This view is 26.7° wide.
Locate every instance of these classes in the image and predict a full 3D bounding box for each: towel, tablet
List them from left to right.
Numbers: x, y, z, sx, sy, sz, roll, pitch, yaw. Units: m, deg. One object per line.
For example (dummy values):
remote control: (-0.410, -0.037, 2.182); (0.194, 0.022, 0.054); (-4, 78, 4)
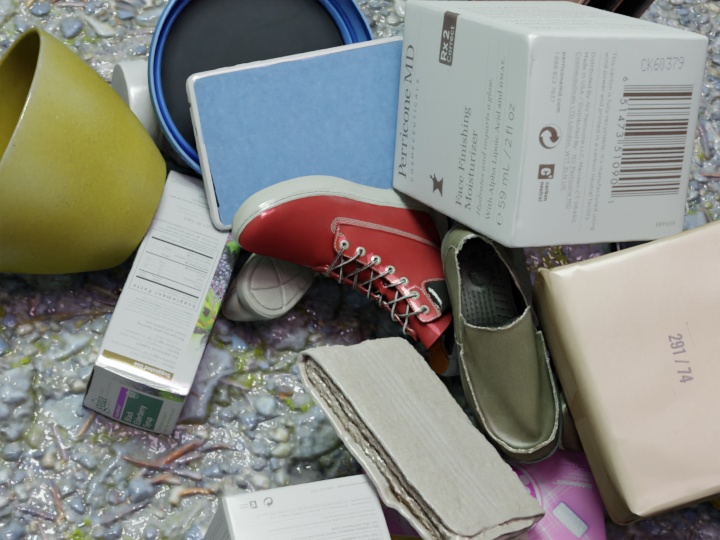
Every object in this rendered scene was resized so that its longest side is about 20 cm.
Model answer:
tablet: (-0.040, -0.116, 1.265); (0.200, 0.014, 0.130); (-14, 100, -21)
towel: (0.047, 0.133, 1.159); (0.132, 0.034, 0.200); (-3, 50, -54)

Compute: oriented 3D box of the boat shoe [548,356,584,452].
boat shoe: (0.186, 0.086, 1.302); (0.075, 0.075, 0.202); (6, 20, 27)

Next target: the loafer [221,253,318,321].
loafer: (-0.049, -0.025, 1.320); (0.072, 0.063, 0.200); (53, 54, -11)

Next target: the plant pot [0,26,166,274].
plant pot: (-0.243, -0.077, 1.230); (0.142, 0.200, 0.200); (25, 53, -26)

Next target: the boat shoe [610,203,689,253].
boat shoe: (0.266, -0.051, 1.430); (0.075, 0.062, 0.200); (19, 55, -3)

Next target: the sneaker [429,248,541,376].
sneaker: (0.126, 0.017, 1.348); (0.092, 0.076, 0.200); (23, 63, -12)

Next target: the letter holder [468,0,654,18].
letter holder: (0.165, -0.292, 1.394); (0.200, 0.142, 0.101); (49, 19, 29)

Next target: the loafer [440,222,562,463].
loafer: (0.105, 0.056, 1.189); (0.075, 0.070, 0.200); (-19, 85, 6)

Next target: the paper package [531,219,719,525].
paper package: (0.252, 0.074, 1.161); (0.190, 0.103, 0.200); (-17, 76, -3)

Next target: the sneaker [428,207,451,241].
sneaker: (0.059, -0.118, 1.403); (0.112, 0.073, 0.200); (-16, 75, -40)

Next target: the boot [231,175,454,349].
boot: (0.000, 0.000, 1.232); (0.200, 0.072, 0.144); (2, 50, -37)

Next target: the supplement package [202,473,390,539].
supplement package: (-0.034, 0.269, 1.107); (0.120, 0.121, 0.200); (-6, 62, -21)

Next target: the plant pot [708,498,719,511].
plant pot: (0.346, 0.094, 1.296); (0.194, 0.196, 0.200); (41, 68, 9)

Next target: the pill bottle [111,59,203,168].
pill bottle: (-0.114, -0.148, 1.343); (0.200, 0.112, 0.112); (-7, 62, -21)

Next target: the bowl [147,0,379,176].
bowl: (-0.083, -0.165, 1.272); (0.200, 0.039, 0.201); (-2, 96, -21)

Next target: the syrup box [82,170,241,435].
syrup box: (-0.156, 0.025, 1.244); (0.081, 0.079, 0.200); (19, 56, -6)

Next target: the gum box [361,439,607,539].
gum box: (0.104, 0.201, 1.223); (0.200, 0.066, 0.114); (8, 56, -12)

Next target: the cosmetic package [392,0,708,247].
cosmetic package: (0.145, -0.124, 1.216); (0.165, 0.165, 0.200); (-4, 17, -26)
